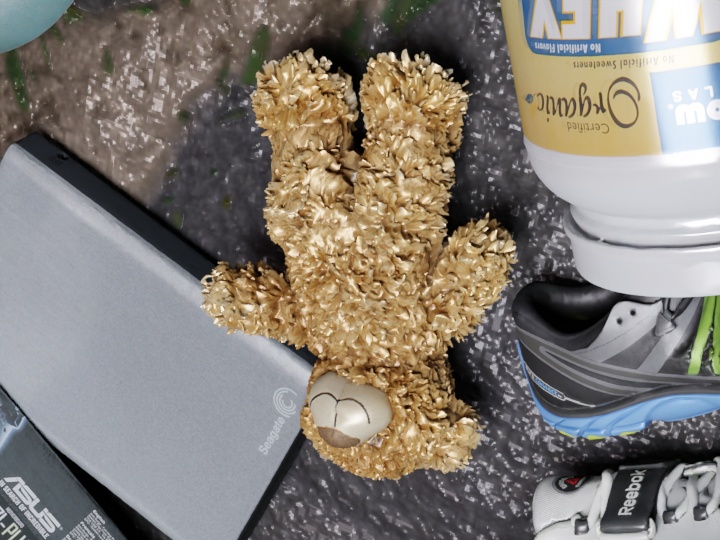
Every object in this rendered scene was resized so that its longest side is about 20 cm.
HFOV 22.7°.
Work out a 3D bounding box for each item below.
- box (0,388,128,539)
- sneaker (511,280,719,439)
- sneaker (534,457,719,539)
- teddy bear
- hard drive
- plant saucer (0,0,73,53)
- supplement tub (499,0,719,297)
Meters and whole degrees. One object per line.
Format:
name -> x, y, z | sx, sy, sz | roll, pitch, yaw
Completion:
box -> -0.206, 0.171, 0.959 | 0.200, 0.086, 0.164 | 49, 136, 0
sneaker -> 0.145, 0.011, 0.740 | 0.198, 0.071, 0.083 | -19, 107, 35
sneaker -> 0.122, 0.118, 0.787 | 0.089, 0.074, 0.200 | 46, 122, 0
teddy bear -> 0.000, 0.000, 0.795 | 0.143, 0.067, 0.202 | 15, 107, 5
hard drive -> -0.117, 0.043, 0.910 | 0.199, 0.033, 0.140 | 36, 122, 9
plant saucer -> -0.214, -0.196, 0.858 | 0.198, 0.036, 0.202 | 10, 115, 23
supplement tub -> 0.122, -0.106, 0.658 | 0.143, 0.145, 0.202 | -3, 109, 28
